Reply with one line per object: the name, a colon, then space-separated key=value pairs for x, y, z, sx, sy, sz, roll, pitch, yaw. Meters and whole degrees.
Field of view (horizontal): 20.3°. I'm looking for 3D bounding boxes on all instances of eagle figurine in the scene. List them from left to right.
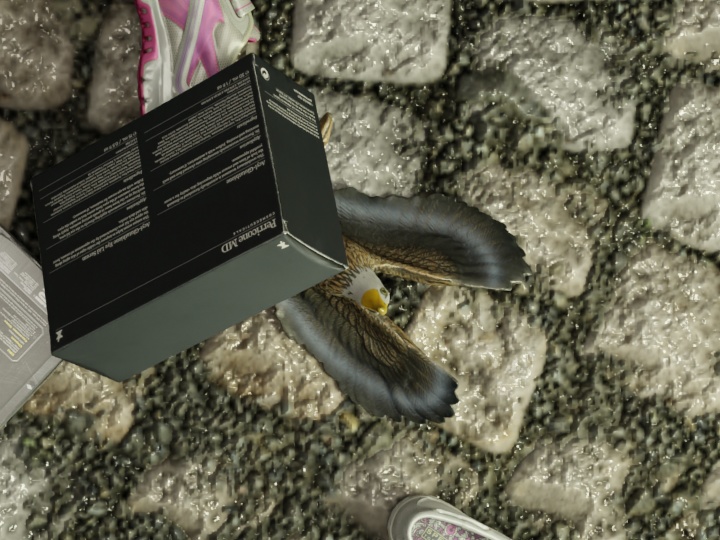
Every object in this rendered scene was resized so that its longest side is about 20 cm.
eagle figurine: x=0.002 y=0.005 z=1.426 sx=0.199 sy=0.152 sz=0.151 roll=28 pitch=132 yaw=-35

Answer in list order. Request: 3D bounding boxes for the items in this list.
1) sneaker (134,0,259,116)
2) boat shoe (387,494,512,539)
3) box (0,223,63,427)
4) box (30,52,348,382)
sneaker: x=-0.117 y=-0.187 z=1.420 sx=0.088 sy=0.081 sz=0.202 roll=-4 pitch=100 yaw=-8
boat shoe: x=0.111 y=0.227 z=1.455 sx=0.200 sy=0.069 sz=0.072 roll=39 pitch=87 yaw=-6
box: x=-0.307 y=0.024 z=1.414 sx=0.200 sy=0.048 sz=0.158 roll=43 pitch=87 yaw=-5
box: x=-0.118 y=-0.032 z=1.349 sx=0.199 sy=0.079 sz=0.142 roll=-26 pitch=56 yaw=25
